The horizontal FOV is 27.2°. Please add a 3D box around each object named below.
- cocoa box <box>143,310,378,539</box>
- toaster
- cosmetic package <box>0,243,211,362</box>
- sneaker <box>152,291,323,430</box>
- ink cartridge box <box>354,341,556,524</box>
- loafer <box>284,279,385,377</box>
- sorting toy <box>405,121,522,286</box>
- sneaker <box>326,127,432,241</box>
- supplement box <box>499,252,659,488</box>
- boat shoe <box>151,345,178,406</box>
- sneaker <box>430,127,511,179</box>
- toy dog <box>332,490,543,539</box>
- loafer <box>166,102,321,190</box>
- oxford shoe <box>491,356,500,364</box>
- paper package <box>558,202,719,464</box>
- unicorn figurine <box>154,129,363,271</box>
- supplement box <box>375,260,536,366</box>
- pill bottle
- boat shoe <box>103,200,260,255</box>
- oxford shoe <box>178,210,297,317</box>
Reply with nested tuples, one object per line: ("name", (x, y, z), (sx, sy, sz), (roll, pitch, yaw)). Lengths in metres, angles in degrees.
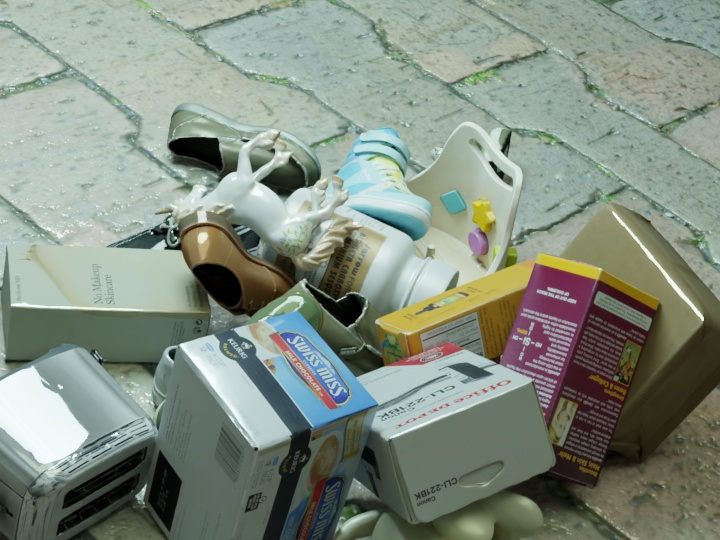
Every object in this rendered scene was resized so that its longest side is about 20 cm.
("cocoa box", (-0.091, 0.160, 1.296), (0.131, 0.201, 0.133), (-15, 48, -35))
("toaster", (-0.269, 0.155, 1.313), (0.129, 0.114, 0.199), (39, 40, 22))
("cosmetic package", (-0.259, 0.034, 1.503), (0.198, 0.073, 0.104), (2, 39, -20))
("sneaker", (-0.109, 0.095, 1.389), (0.200, 0.090, 0.067), (-41, 93, -9))
("ink cartridge box", (0.065, 0.141, 1.337), (0.143, 0.084, 0.200), (-20, 14, -15))
("loafer", (-0.001, 0.067, 1.511), (0.199, 0.070, 0.075), (21, 20, -30))
("sorting toy", (0.128, -0.064, 1.687), (0.106, 0.181, 0.200), (-9, 44, -30))
("sneaker", (0.031, -0.105, 1.682), (0.079, 0.131, 0.199), (38, -17, -32))
("supplement box", (0.203, 0.099, 1.461), (0.110, 0.201, 0.085), (23, -5, -43))
("boat shoe", (-0.104, 0.111, 1.466), (0.198, 0.069, 0.072), (12, 37, -6))
("sneaker", (0.125, -0.124, 1.869), (0.088, 0.077, 0.200), (13, 29, 17))
("toy dog", (0.051, 0.280, 1.253), (0.193, 0.140, 0.200), (23, 39, 9))
("loafer", (-0.144, -0.134, 1.775), (0.199, 0.076, 0.070), (18, 48, 10))
("oxford shoe", (0.092, 0.135, 1.511), (0.072, 0.072, 0.200), (20, 37, 11))
("paper package", (0.275, 0.065, 1.559), (0.103, 0.191, 0.200), (22, 25, -44))
("unicorn figurine", (-0.106, -0.072, 1.542), (0.199, 0.074, 0.138), (34, 79, 16))
("supplement box", (0.117, 0.052, 1.500), (0.199, 0.069, 0.066), (-18, 18, -25))
("pill bottle", (0.000, 0.000, 1.610), (0.199, 0.115, 0.114), (25, 37, 11))
("boat shoe", (-0.194, -0.033, 1.616), (0.198, 0.068, 0.074), (-7, 42, -28))
("oxford shoe", (-0.120, 0.022, 1.517), (0.200, 0.071, 0.072), (41, 31, -45))
